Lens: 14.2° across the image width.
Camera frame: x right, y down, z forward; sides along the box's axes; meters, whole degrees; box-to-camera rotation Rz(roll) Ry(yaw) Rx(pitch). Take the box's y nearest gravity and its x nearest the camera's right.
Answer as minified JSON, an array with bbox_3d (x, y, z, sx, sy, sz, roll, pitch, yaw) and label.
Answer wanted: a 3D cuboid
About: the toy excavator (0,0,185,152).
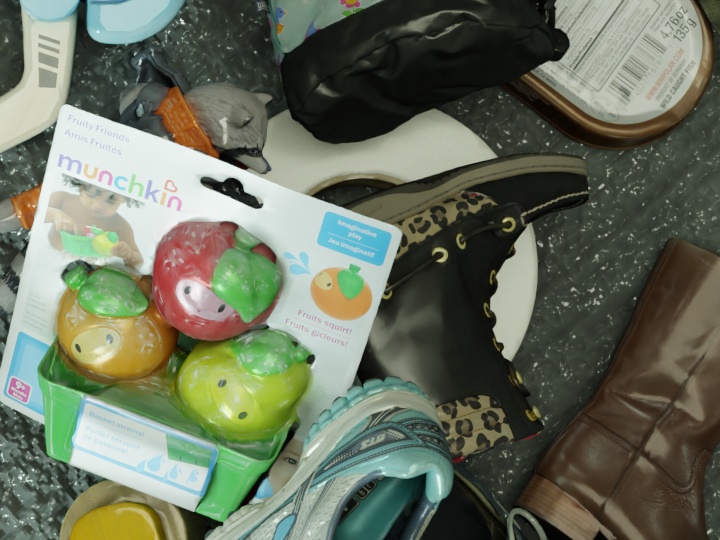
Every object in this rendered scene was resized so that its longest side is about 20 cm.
[{"bbox_3d":[-0.162,-0.147,1.622,0.194,0.100,0.200,0,93,-5],"label":"toy excavator"}]

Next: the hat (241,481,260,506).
[{"bbox_3d":[0.016,0.188,1.609,0.165,0.200,0.176,-13,52,16],"label":"hat"}]

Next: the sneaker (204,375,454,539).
[{"bbox_3d":[-0.025,0.149,1.464,0.078,0.086,0.200,28,104,-28],"label":"sneaker"}]

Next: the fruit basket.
[{"bbox_3d":[-0.090,0.029,1.489,0.185,0.200,0.094,21,41,3],"label":"fruit basket"}]

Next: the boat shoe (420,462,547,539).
[{"bbox_3d":[0.064,0.158,1.610,0.075,0.062,0.200,-47,107,-27],"label":"boat shoe"}]

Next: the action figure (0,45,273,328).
[{"bbox_3d":[-0.112,-0.020,1.577,0.193,0.105,0.200,-46,68,18],"label":"action figure"}]

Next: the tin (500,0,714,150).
[{"bbox_3d":[0.115,-0.155,1.678,0.200,0.042,0.112,36,77,-2],"label":"tin"}]

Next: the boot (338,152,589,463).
[{"bbox_3d":[0.061,0.022,1.572,0.200,0.073,0.151,-15,83,-40],"label":"boot"}]

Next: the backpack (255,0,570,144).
[{"bbox_3d":[0.010,-0.189,1.593,0.167,0.127,0.200,-19,69,8],"label":"backpack"}]

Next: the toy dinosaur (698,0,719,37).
[{"bbox_3d":[0.197,-0.190,1.667,0.200,0.047,0.088,52,46,-6],"label":"toy dinosaur"}]

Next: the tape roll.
[{"bbox_3d":[0.000,0.000,1.649,0.202,0.037,0.203,1,85,-7],"label":"tape roll"}]

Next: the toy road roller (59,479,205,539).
[{"bbox_3d":[-0.147,0.217,1.572,0.146,0.123,0.200,-12,86,4],"label":"toy road roller"}]

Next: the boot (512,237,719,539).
[{"bbox_3d":[0.211,0.100,1.656,0.186,0.064,0.200,35,77,-5],"label":"boot"}]
